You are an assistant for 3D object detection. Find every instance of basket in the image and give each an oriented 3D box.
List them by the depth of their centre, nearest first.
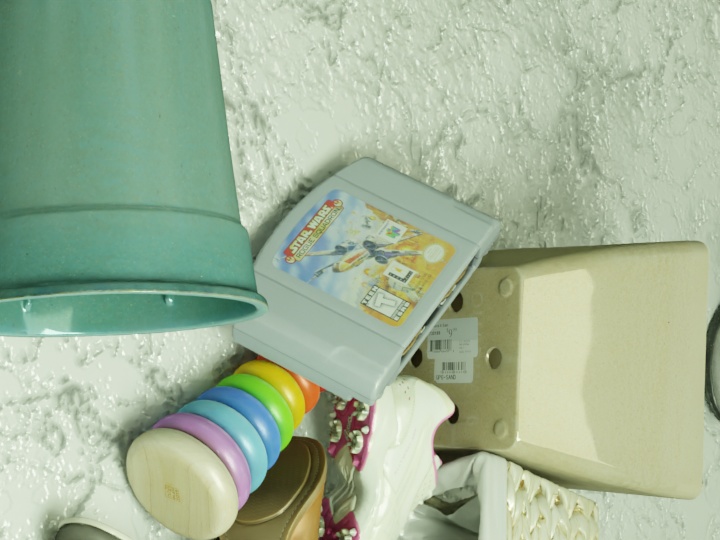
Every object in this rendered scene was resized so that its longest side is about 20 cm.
[{"bbox_3d":[0.093,0.254,1.329,0.123,0.136,0.200,22,58,-30],"label":"basket"}]

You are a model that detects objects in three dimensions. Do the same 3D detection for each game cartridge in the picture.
[{"bbox_3d":[0.000,0.000,1.292,0.200,0.133,0.042,-52,166,-40],"label":"game cartridge"}]

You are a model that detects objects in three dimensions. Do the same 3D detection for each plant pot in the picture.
[{"bbox_3d":[-0.159,-0.068,1.082,0.200,0.200,0.196,7,76,-48],"label":"plant pot"},{"bbox_3d":[0.134,0.073,1.398,0.177,0.200,0.200,5,85,-41],"label":"plant pot"}]

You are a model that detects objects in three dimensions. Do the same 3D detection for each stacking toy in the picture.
[{"bbox_3d":[-0.073,0.095,1.252,0.200,0.085,0.085,-46,122,-44],"label":"stacking toy"}]

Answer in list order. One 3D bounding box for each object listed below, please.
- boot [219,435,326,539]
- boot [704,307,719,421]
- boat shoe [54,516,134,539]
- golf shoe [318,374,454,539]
[{"bbox_3d":[-0.048,0.229,1.267,0.200,0.077,0.155,-88,166,-53],"label":"boot"},{"bbox_3d":[0.411,0.054,1.744,0.070,0.132,0.200,29,69,-45],"label":"boot"},{"bbox_3d":[-0.140,0.242,1.176,0.200,0.067,0.057,59,34,-33],"label":"boat shoe"},{"bbox_3d":[0.017,0.169,1.314,0.091,0.075,0.200,2,109,-30],"label":"golf shoe"}]
